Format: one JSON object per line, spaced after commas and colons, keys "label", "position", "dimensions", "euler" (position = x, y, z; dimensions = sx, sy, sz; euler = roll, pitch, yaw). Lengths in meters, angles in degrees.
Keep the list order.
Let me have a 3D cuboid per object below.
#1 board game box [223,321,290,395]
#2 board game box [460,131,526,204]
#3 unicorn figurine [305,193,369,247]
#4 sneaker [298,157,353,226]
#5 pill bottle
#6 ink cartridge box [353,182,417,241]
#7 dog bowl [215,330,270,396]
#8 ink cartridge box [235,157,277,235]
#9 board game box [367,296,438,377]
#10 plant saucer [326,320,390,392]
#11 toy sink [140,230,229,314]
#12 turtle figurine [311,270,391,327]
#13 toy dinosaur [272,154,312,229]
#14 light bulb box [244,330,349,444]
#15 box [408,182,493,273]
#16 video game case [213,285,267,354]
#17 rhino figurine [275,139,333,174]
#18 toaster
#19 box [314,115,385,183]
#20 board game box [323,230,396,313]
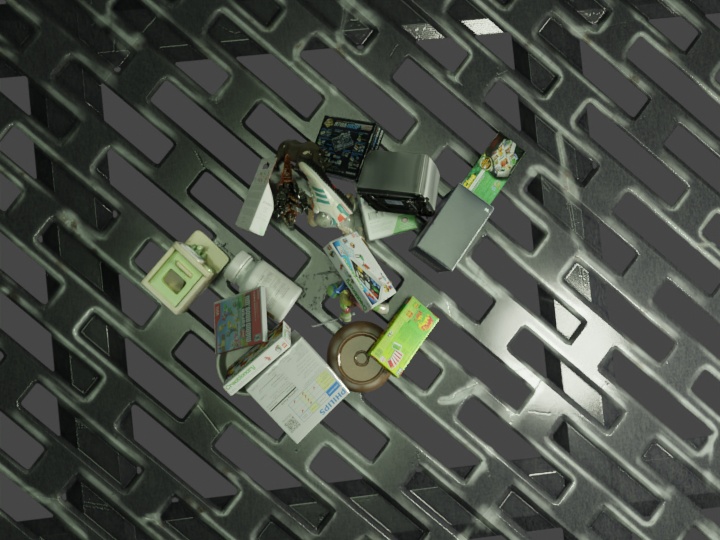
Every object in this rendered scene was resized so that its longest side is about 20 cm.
{"label": "board game box", "position": [-0.266, 0.225, 1.494], "dimensions": [0.199, 0.126, 0.035], "euler": [-40, 105, 3]}
{"label": "board game box", "position": [0.379, -0.288, 1.656], "dimensions": [0.104, 0.023, 0.201], "euler": [37, 87, -3]}
{"label": "unicorn figurine", "position": [-0.056, -0.148, 1.617], "dimensions": [0.196, 0.074, 0.140], "euler": [7, 98, 12]}
{"label": "sneaker", "position": [-0.110, -0.202, 1.531], "dimensions": [0.093, 0.071, 0.200], "euler": [-38, 110, 17]}
{"label": "pill bottle", "position": [-0.269, 0.040, 1.577], "dimensions": [0.199, 0.114, 0.115], "euler": [36, 88, -1]}
{"label": "ink cartridge box", "position": [0.065, -0.197, 1.609], "dimensions": [0.143, 0.088, 0.204], "euler": [-14, 91, -3]}
{"label": "dog bowl", "position": [-0.310, 0.254, 1.599], "dimensions": [0.196, 0.059, 0.204], "euler": [0, 89, -3]}
{"label": "ink cartridge box", "position": [-0.267, -0.201, 1.558], "dimensions": [0.050, 0.160, 0.203], "euler": [24, 88, -27]}
{"label": "board game box", "position": [0.119, 0.184, 1.602], "dimensions": [0.101, 0.048, 0.201], "euler": [39, 76, -6]}
{"label": "plant saucer", "position": [0.003, 0.246, 1.624], "dimensions": [0.196, 0.037, 0.205], "euler": [0, 90, -2]}
{"label": "toy sink", "position": [-0.473, 0.000, 1.570], "dimensions": [0.130, 0.112, 0.200], "euler": [42, 88, -1]}
{"label": "turtle figurine", "position": [-0.023, 0.063, 1.608], "dimensions": [0.191, 0.200, 0.146], "euler": [8, 58, -24]}
{"label": "toy dinosaur", "position": [-0.200, -0.205, 1.560], "dimensions": [0.101, 0.136, 0.202], "euler": [-24, 122, -2]}
{"label": "light bulb box", "position": [-0.171, 0.304, 1.526], "dimensions": [0.198, 0.125, 0.201], "euler": [-42, 103, -8]}
{"label": "box", "position": [0.239, -0.110, 1.559], "dimensions": [0.122, 0.198, 0.201], "euler": [35, 87, -1]}
{"label": "video game case", "position": [-0.319, 0.134, 1.520], "dimensions": [0.198, 0.017, 0.146], "euler": [-18, 70, 37]}
{"label": "rhino figurine", "position": [-0.154, -0.312, 1.580], "dimensions": [0.197, 0.059, 0.089], "euler": [15, 90, 33]}
{"label": "toaster", "position": [0.107, -0.213, 1.453], "dimensions": [0.197, 0.181, 0.121], "euler": [9, 83, 21]}
{"label": "box", "position": [-0.044, -0.331, 1.572], "dimensions": [0.198, 0.046, 0.162], "euler": [19, 88, 37]}
{"label": "board game box", "position": [0.000, 0.000, 1.513], "dimensions": [0.035, 0.126, 0.202], "euler": [-37, 83, 38]}
